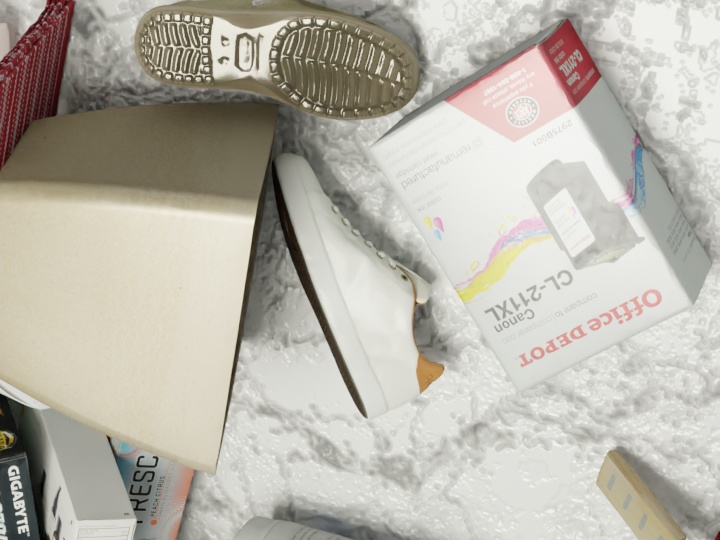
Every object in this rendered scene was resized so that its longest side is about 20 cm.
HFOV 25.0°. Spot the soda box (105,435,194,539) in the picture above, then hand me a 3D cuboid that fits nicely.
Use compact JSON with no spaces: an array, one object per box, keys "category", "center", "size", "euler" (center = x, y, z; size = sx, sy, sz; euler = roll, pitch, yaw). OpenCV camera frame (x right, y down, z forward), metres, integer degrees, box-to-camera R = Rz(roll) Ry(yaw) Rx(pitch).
[{"category":"soda box","center":[-0.171,0.151,1.278],"size":[0.068,0.064,0.202],"euler":[5,118,-23]}]

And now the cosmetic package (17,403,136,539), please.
[{"category":"cosmetic package","center":[-0.224,0.163,1.249],"size":[0.050,0.200,0.083],"euler":[4,117,-25]}]

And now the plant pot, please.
[{"category":"plant pot","center":[-0.162,-0.005,1.125],"size":[0.175,0.200,0.202],"euler":[9,115,-2]}]

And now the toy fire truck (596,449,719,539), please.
[{"category":"toy fire truck","center":[0.267,0.167,1.114],"size":[0.197,0.129,0.178],"euler":[16,115,3]}]

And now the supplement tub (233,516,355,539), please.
[{"category":"supplement tub","center":[-0.005,0.274,1.240],"size":[0.198,0.132,0.134],"euler":[14,115,15]}]

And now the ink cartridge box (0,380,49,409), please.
[{"category":"ink cartridge box","center":[-0.302,0.065,1.205],"size":[0.160,0.199,0.051],"euler":[18,107,41]}]

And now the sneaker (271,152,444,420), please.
[{"category":"sneaker","center":[0.000,0.000,1.179],"size":[0.084,0.073,0.202],"euler":[-24,93,-8]}]

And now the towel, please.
[{"category":"towel","center":[-0.246,-0.101,1.149],"size":[0.022,0.201,0.146],"euler":[14,116,-1]}]

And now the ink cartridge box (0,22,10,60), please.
[{"category":"ink cartridge box","center":[-0.356,-0.086,1.210],"size":[0.143,0.147,0.203],"euler":[15,115,28]}]

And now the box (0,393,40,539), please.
[{"category":"box","center":[-0.288,0.180,1.280],"size":[0.045,0.200,0.161],"euler":[-10,111,-17]}]

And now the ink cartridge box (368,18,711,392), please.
[{"category":"ink cartridge box","center":[0.123,-0.042,1.094],"size":[0.145,0.083,0.201],"euler":[-29,98,27]}]

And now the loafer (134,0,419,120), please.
[{"category":"loafer","center":[-0.055,-0.157,1.128],"size":[0.197,0.068,0.077],"euler":[11,116,-1]}]
